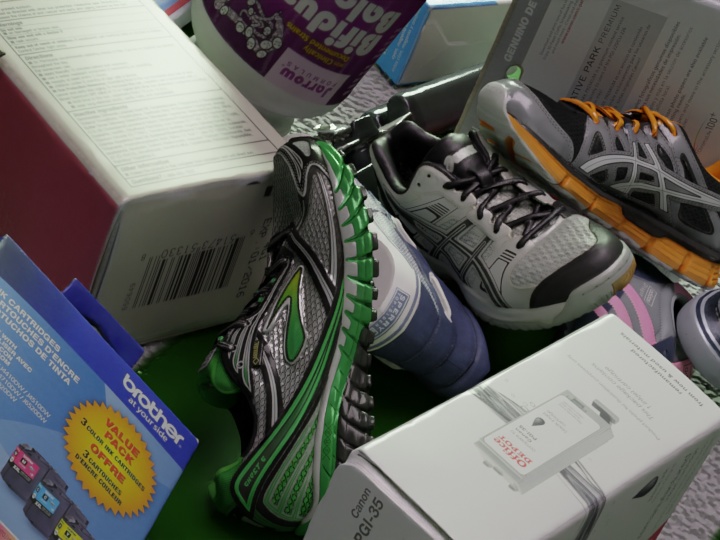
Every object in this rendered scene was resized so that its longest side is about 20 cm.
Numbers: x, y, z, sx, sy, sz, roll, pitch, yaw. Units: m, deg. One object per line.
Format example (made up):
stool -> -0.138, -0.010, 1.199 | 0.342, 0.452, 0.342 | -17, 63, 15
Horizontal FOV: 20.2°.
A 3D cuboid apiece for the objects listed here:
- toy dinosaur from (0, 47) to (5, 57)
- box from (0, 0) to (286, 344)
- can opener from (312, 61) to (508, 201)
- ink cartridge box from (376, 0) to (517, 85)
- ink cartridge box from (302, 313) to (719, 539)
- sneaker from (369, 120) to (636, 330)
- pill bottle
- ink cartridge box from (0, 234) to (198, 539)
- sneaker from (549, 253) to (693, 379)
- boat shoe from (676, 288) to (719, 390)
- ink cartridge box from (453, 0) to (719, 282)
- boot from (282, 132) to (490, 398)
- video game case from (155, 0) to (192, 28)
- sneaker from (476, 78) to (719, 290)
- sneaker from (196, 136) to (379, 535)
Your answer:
toy dinosaur -> -0.280, -0.075, 1.035 | 0.199, 0.048, 0.088 | -32, 44, -10
box -> -0.145, -0.065, 1.085 | 0.127, 0.110, 0.200 | -13, 48, -41
can opener -> 0.029, -0.083, 1.276 | 0.200, 0.052, 0.067 | -32, 96, -48
ink cartridge box -> 0.024, -0.220, 1.426 | 0.114, 0.068, 0.200 | -9, 46, -39
ink cartridge box -> 0.060, 0.123, 0.923 | 0.083, 0.147, 0.199 | 41, 39, 22
sneaker -> 0.067, -0.030, 1.122 | 0.075, 0.088, 0.199 | -36, 31, -24
pill bottle -> -0.030, -0.162, 1.189 | 0.112, 0.200, 0.113 | 30, 30, -20
ink cartridge box -> -0.156, 0.081, 0.873 | 0.137, 0.076, 0.200 | 48, 30, -14
sneaker -> 0.147, 0.052, 1.137 | 0.081, 0.071, 0.200 | 26, 36, 6
boat shoe -> 0.273, 0.026, 1.188 | 0.199, 0.091, 0.071 | 4, 55, -44
ink cartridge box -> 0.149, -0.107, 1.232 | 0.174, 0.201, 0.084 | 18, 34, -10
boot -> 0.000, 0.000, 1.137 | 0.090, 0.073, 0.200 | 38, 12, -35
video game case -> -0.214, -0.194, 1.285 | 0.199, 0.018, 0.143 | 29, 29, 6
sneaker -> 0.147, -0.064, 1.163 | 0.199, 0.078, 0.078 | 30, 6, -33
sneaker -> -0.036, 0.028, 0.991 | 0.084, 0.078, 0.202 | 5, 72, -9
